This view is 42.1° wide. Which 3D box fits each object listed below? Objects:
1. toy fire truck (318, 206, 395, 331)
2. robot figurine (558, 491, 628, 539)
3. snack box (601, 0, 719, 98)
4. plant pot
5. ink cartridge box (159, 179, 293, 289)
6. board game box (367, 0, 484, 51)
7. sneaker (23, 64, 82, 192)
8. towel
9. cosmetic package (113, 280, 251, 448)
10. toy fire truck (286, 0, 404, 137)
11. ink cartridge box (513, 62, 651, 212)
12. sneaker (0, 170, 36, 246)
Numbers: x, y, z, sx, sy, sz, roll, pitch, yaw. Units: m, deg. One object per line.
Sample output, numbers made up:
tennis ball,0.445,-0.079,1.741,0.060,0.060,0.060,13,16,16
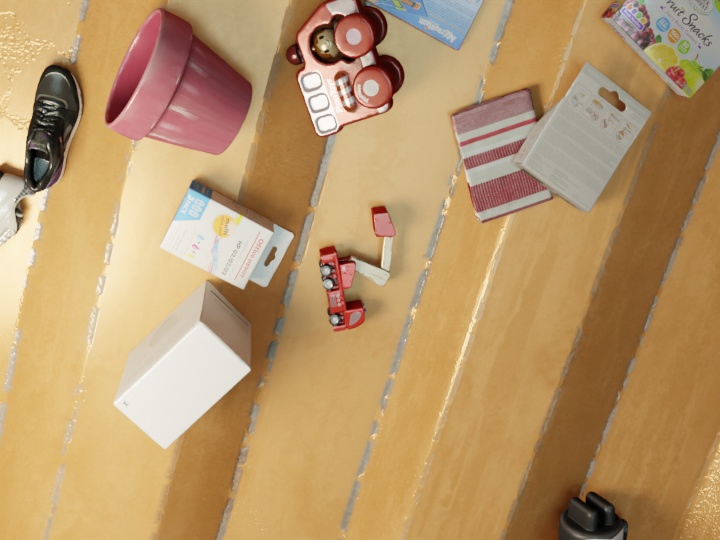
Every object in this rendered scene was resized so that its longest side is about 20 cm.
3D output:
toy fire truck,0.000,0.000,1.623,0.139,0.049,0.202,-11,108,-3
robot figurine,0.438,0.530,1.794,0.148,0.125,0.203,1,108,12
snack box,0.520,-0.407,1.548,0.199,0.053,0.143,39,98,-15
plant pot,-0.274,-0.273,1.449,0.178,0.200,0.201,25,104,-29
ink cartridge box,-0.221,-0.051,1.575,0.198,0.068,0.116,27,103,-13
board game box,0.096,-0.448,1.511,0.198,0.019,0.104,26,101,-13
sneaker,-0.492,-0.222,1.485,0.075,0.088,0.202,10,106,-8
towel,0.244,-0.195,1.604,0.142,0.023,0.202,-18,110,-2
cosmetic package,-0.290,0.153,1.562,0.199,0.200,0.123,-42,106,8
toy fire truck,-0.031,-0.328,1.498,0.166,0.112,0.202,-16,108,19
ink cartridge box,0.376,-0.224,1.591,0.162,0.057,0.201,30,90,-21
sneaker,-0.605,-0.065,1.534,0.080,0.077,0.201,25,105,-22
